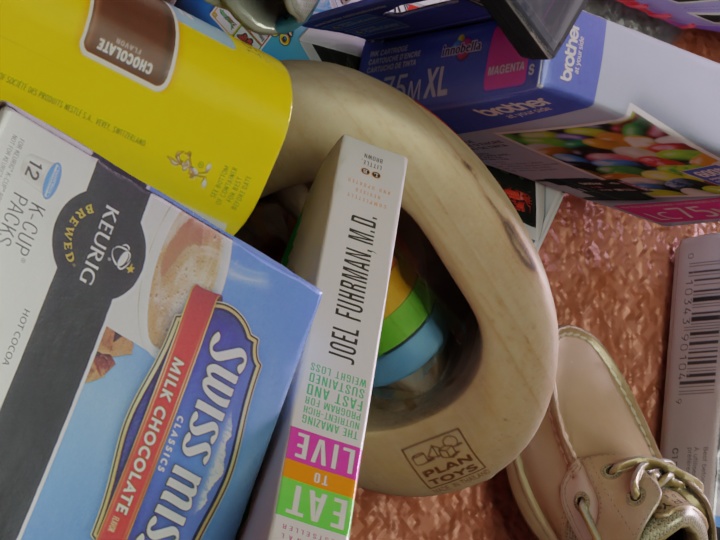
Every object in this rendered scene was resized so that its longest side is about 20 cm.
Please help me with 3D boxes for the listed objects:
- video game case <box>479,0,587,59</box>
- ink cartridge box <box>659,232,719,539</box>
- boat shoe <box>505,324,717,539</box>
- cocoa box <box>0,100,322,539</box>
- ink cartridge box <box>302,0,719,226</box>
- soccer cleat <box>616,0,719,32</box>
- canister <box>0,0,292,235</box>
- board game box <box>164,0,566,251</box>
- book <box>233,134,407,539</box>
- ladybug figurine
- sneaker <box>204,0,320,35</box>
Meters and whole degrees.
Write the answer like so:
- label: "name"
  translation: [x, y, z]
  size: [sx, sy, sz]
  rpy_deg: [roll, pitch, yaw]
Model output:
- label: "video game case"
  translation: [0.044, -0.189, 0.960]
  size: [0.200, 0.019, 0.143]
  rpy_deg: [49, 62, -38]
- label: "ink cartridge box"
  translation: [0.216, 0.099, 1.268]
  size: [0.200, 0.043, 0.199]
  rpy_deg: [13, 77, -36]
- label: "boat shoe"
  translation: [0.114, 0.104, 1.144]
  size: [0.072, 0.065, 0.200]
  rpy_deg: [1, 61, -37]
- label: "cocoa box"
  translation: [-0.133, 0.041, 0.915]
  size: [0.131, 0.200, 0.134]
  rpy_deg: [31, 69, -31]
- label: "ink cartridge box"
  translation: [0.085, -0.061, 1.093]
  size: [0.200, 0.119, 0.042]
  rpy_deg: [20, 76, -33]
- label: "soccer cleat"
  translation: [0.109, -0.140, 1.208]
  size: [0.200, 0.067, 0.077]
  rpy_deg: [34, 96, -35]
- label: "canister"
  translation: [-0.138, -0.080, 0.958]
  size: [0.200, 0.148, 0.087]
  rpy_deg: [25, 86, -34]
- label: "board game box"
  translation: [0.009, -0.090, 1.136]
  size: [0.200, 0.035, 0.126]
  rpy_deg: [40, 63, -27]
- label: "book"
  translation: [-0.024, 0.067, 0.951]
  size: [0.048, 0.134, 0.200]
  rpy_deg: [18, 39, -7]
- label: "ladybug figurine"
  translation: [0.000, 0.000, 1.077]
  size: [0.200, 0.135, 0.072]
  rpy_deg: [60, 17, -28]
- label: "sneaker"
  translation: [-0.024, -0.125, 1.029]
  size: [0.200, 0.075, 0.087]
  rpy_deg: [-3, 77, -49]
